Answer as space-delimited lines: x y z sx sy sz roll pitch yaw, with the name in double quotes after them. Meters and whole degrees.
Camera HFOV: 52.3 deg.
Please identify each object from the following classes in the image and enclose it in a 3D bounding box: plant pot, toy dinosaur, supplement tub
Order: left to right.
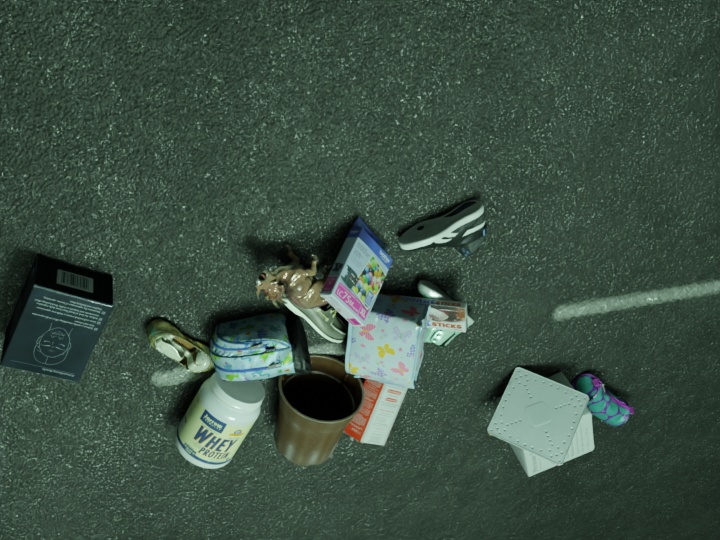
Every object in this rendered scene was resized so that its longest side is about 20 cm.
-0.313 0.327 1.643 0.145 0.145 0.200 20 115 -29 "supplement tub"
-0.126 0.037 1.497 0.200 0.086 0.136 37 73 -24 "toy dinosaur"
-0.111 0.336 1.701 0.199 0.201 0.199 2 129 -21 "plant pot"

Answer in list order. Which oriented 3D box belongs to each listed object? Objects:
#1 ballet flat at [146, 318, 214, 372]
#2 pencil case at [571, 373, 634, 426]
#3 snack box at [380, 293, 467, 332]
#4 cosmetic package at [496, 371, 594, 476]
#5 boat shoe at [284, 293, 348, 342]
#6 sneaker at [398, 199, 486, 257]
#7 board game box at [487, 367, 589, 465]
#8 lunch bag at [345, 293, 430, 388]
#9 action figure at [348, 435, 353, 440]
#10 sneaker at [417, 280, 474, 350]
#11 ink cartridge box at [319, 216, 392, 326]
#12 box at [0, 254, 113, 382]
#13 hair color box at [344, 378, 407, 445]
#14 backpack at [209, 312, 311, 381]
-0.376 0.177 1.568 0.071 0.071 0.200 -39 127 10 "ballet flat"
0.677 0.365 2.056 0.092 0.085 0.200 -27 134 34 "pencil case"
0.141 0.095 1.656 0.199 0.024 0.072 5 129 17 "snack box"
0.497 0.413 1.974 0.199 0.165 0.165 -22 128 -3 "cosmetic package"
-0.090 0.087 1.603 0.060 0.072 0.202 -39 123 15 "boat shoe"
0.189 -0.062 1.596 0.199 0.073 0.112 -25 126 -3 "sneaker"
0.453 0.371 1.872 0.200 0.199 0.026 -58 156 -24 "board game box"
0.057 0.162 1.642 0.169 0.127 0.201 11 118 12 "lunch bag"
0.038 0.344 1.840 0.200 0.055 0.118 -40 124 5 "action figure"
0.171 0.110 1.705 0.118 0.074 0.200 -46 128 6 "sneaker"
0.000 0.000 1.518 0.042 0.201 0.119 -4 143 41 "ink cartridge box"
-0.583 0.095 1.413 0.148 0.107 0.200 20 114 -30 "box"
0.047 0.310 1.751 0.101 0.061 0.201 24 89 -49 "hair color box"
-0.221 0.167 1.572 0.199 0.163 0.154 -20 119 3 "backpack"
